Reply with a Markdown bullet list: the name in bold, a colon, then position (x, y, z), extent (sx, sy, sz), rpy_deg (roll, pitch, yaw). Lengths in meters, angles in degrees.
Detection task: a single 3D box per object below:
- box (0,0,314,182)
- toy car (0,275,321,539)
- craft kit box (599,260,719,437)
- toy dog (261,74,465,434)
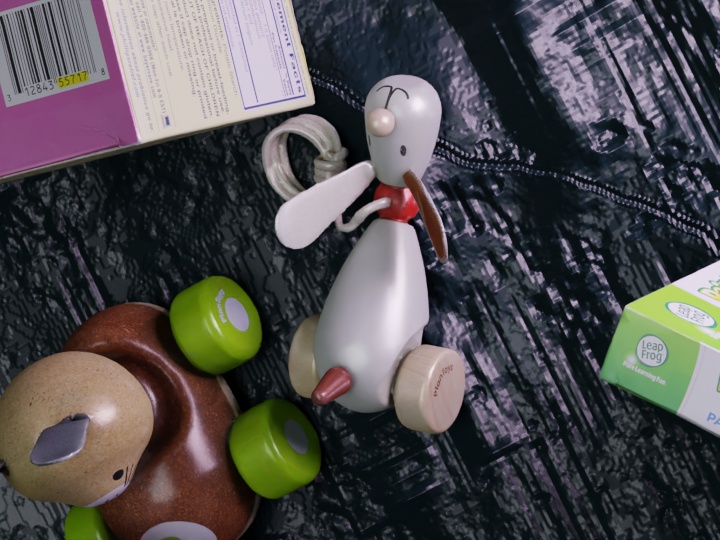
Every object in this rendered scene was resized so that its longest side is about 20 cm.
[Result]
- **box**: position (-0.154, -0.110, 1.552), extent (0.175, 0.200, 0.097), rpy_deg (-13, 93, 29)
- **toy car**: position (-0.151, 0.106, 1.588), extent (0.164, 0.200, 0.158), rpy_deg (-29, 85, 28)
- **craft kit box**: position (0.243, 0.059, 1.381), extent (0.197, 0.200, 0.049), rpy_deg (23, 108, 21)
- **toy dog**: position (0.000, 0.000, 1.552), extent (0.131, 0.096, 0.201), rpy_deg (-12, 93, 28)
